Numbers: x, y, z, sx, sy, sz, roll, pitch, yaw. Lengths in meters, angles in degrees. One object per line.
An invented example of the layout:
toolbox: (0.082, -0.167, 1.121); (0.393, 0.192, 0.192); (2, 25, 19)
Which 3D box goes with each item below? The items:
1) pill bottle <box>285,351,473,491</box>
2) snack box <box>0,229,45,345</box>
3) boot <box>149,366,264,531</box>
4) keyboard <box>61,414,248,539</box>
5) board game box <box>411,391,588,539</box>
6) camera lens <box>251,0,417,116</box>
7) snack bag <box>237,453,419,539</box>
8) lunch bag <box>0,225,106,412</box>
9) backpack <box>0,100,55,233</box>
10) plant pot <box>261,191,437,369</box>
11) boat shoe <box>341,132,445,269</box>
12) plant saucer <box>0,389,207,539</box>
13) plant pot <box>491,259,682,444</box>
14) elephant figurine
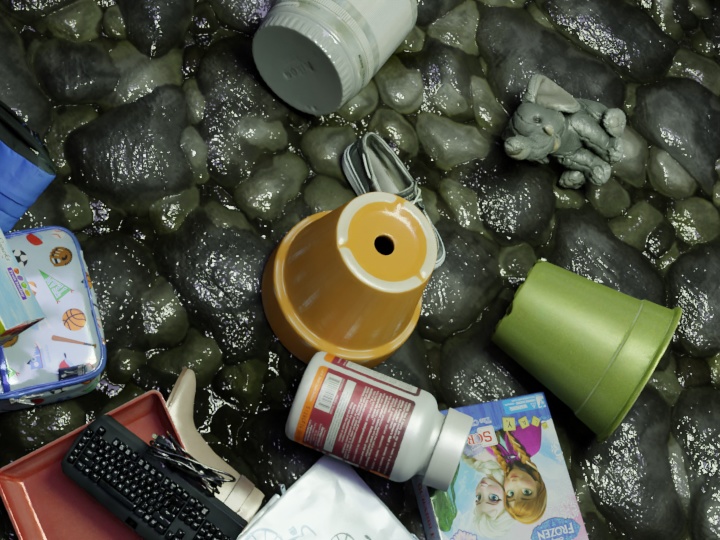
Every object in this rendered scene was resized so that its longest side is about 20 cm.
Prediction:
pill bottle: (0.022, 0.177, 1.340); (0.198, 0.110, 0.110); (21, 61, 5)
snack box: (-0.441, 0.021, 1.186); (0.170, 0.199, 0.068); (63, 26, 2)
boot: (-0.174, 0.225, 1.283); (0.145, 0.070, 0.201); (24, 74, -2)
keyboard: (-0.210, 0.219, 1.188); (0.199, 0.040, 0.104); (34, 85, 9)
board game box: (0.163, 0.263, 1.423); (0.198, 0.041, 0.201); (-8, 71, -24)
camera lens: (-0.030, -0.323, 1.531); (0.160, 0.160, 0.200); (38, 59, -2)
snack bag: (-0.038, 0.326, 1.329); (0.189, 0.021, 0.200); (47, 60, 2)
lunch bag: (-0.372, 0.057, 1.282); (0.159, 0.076, 0.202); (-9, 71, -23)
backpack: (-0.450, -0.127, 1.265); (0.200, 0.168, 0.163); (32, 12, -44)
plant pot: (0.000, 0.000, 1.390); (0.198, 0.183, 0.202); (8, 65, -18)
boat shoe: (0.046, -0.089, 1.512); (0.072, 0.071, 0.201); (-34, 84, -30)
plant saucer: (-0.257, 0.259, 1.222); (0.199, 0.037, 0.201); (-27, 79, 0)
plant pot: (0.274, 0.085, 1.478); (0.189, 0.201, 0.201); (31, 59, 7)
elephant figurine: (0.258, -0.199, 1.603); (0.198, 0.155, 0.143); (14, 85, -25)
